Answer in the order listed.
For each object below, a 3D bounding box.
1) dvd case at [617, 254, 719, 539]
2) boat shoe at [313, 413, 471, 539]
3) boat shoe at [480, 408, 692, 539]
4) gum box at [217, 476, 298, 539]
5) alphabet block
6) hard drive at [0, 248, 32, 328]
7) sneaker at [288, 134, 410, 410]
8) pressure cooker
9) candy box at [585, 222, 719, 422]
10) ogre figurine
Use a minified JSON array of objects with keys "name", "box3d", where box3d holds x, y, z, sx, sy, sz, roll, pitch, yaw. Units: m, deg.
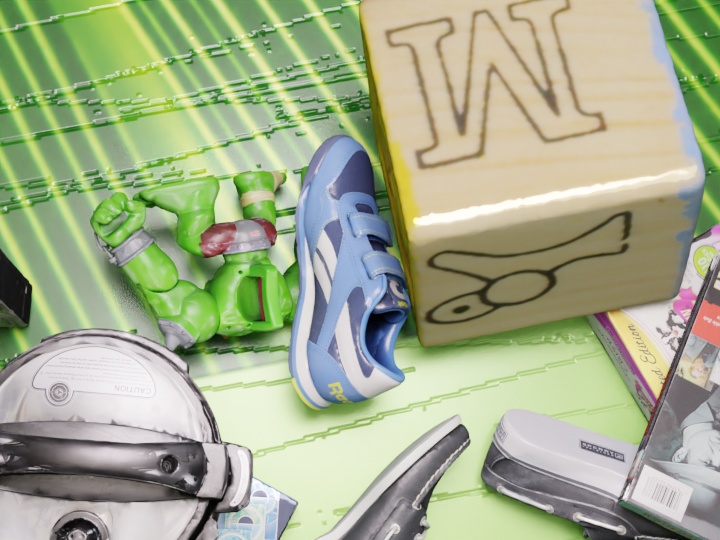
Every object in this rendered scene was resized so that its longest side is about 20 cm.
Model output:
[{"name":"dvd case","box3d":[0.286,0.107,1.173,0.145,0.022,0.201,25,73,-2]},{"name":"boat shoe","box3d":[0.015,0.190,1.185,0.200,0.076,0.060,-44,85,2]},{"name":"boat shoe","box3d":[0.186,0.171,1.202,0.199,0.072,0.068,20,115,-2]},{"name":"gum box","box3d":[-0.171,0.196,1.180,0.199,0.045,0.171,28,79,2]},{"name":"alphabet block","box3d":[0.116,-0.083,1.149,0.198,0.196,0.198,-11,62,-1]},{"name":"hard drive","box3d":[-0.310,0.008,1.125,0.139,0.200,0.038,4,82,-4]},{"name":"sneaker","box3d":[0.000,0.000,1.172,0.082,0.074,0.202,-5,80,32]},{"name":"pressure cooker","box3d":[-0.172,0.132,1.068,0.176,0.200,0.179,-38,83,-9]},{"name":"candy box","box3d":[0.289,0.033,1.236,0.199,0.061,0.137,-31,84,-8]},{"name":"ogre figurine","box3d":[-0.094,-0.010,1.192,0.199,0.098,0.121,-8,84,-51]}]
